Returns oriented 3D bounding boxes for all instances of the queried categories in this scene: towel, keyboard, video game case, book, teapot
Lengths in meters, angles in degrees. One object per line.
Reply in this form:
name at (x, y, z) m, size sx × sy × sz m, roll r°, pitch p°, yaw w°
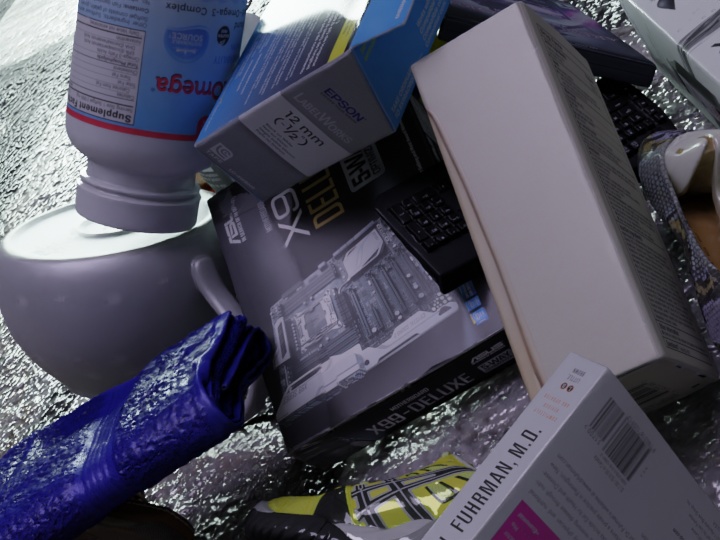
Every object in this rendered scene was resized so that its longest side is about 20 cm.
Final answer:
towel at (-0.148, 0.101, 0.785) m, size 0.199 × 0.050 × 0.148 m, roll -34°, pitch 9°, yaw 11°
keyboard at (0.114, -0.057, 0.802) m, size 0.199 × 0.040 × 0.104 m, roll -30°, pitch 63°, yaw -22°
video game case at (0.104, -0.171, 0.922) m, size 0.200 × 0.142 × 0.019 m, roll -110°, pitch 32°, yaw -67°
book at (0.070, 0.154, 0.579) m, size 0.200 × 0.134 × 0.048 m, roll -48°, pitch 32°, yaw -12°
teapot at (-0.161, 0.033, 0.976) m, size 0.196 × 0.147 × 0.200 m, roll -8°, pitch 18°, yaw 1°

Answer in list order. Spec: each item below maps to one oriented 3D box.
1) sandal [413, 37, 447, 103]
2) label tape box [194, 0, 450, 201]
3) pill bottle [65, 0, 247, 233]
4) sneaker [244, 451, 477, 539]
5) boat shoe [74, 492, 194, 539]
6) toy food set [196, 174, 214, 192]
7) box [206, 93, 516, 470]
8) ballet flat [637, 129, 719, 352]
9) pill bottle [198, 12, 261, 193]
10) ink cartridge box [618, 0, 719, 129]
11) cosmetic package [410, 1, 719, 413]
sandal at (0.050, -0.081, 0.961) m, size 0.087 × 0.079 × 0.201 m, roll 118°, pitch 176°, yaw -67°
label tape box at (0.001, -0.139, 0.808) m, size 0.199 × 0.066 × 0.144 m, roll -20°, pitch 38°, yaw 46°
pill bottle at (-0.134, -0.131, 0.882) m, size 0.109 × 0.108 × 0.201 m, roll 36°, pitch 121°, yaw 58°
sneaker at (0.029, 0.139, 0.713) m, size 0.199 × 0.076 × 0.077 m, roll -2°, pitch 40°, yaw 32°
boat shoe at (-0.179, 0.160, 0.900) m, size 0.199 × 0.076 × 0.072 m, roll -4°, pitch 45°, yaw 42°
toy food set at (-0.106, -0.140, 1.209) m, size 0.199 × 0.049 × 0.198 m, roll -32°, pitch 33°, yaw 14°
box at (0.000, 0.000, 0.853) m, size 0.157 × 0.050 × 0.201 m, roll -30°, pitch 58°, yaw 16°
ballet flat at (0.199, -0.033, 0.719) m, size 0.072 × 0.072 × 0.201 m, roll -30°, pitch 38°, yaw 18°
pill bottle at (-0.089, -0.120, 1.021) m, size 0.113 × 0.200 × 0.113 m, roll -27°, pitch 34°, yaw 20°
ink cartridge box at (0.258, -0.150, 0.796) m, size 0.146 × 0.083 × 0.200 m, roll -36°, pitch 32°, yaw 8°
cosmetic package at (0.106, -0.026, 0.704) m, size 0.073 × 0.103 × 0.201 m, roll -28°, pitch 66°, yaw 22°
